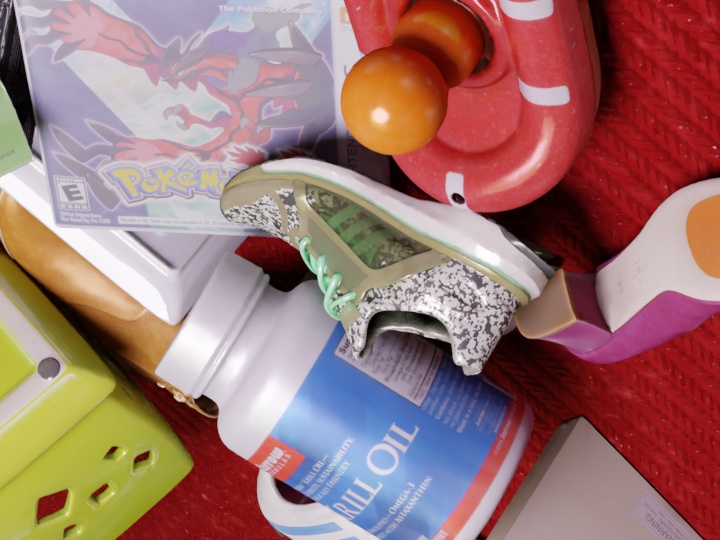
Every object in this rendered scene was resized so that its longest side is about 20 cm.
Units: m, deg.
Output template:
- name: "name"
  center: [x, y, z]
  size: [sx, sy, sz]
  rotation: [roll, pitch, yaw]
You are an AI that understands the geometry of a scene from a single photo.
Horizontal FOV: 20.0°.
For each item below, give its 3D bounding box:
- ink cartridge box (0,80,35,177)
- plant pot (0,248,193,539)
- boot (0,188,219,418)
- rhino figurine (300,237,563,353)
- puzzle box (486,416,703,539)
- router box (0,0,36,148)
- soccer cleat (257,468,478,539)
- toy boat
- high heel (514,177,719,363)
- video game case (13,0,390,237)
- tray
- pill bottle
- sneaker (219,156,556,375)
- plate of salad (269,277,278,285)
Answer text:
- name: "ink cartridge box"
  center: [-0.268, -0.130, 1.116]
  size: [0.104, 0.059, 0.200]
  rotation: [-22, 92, 31]
- name: "plant pot"
  center: [-0.260, 0.098, 1.373]
  size: [0.199, 0.200, 0.182]
  rotation: [45, 170, 25]
- name: "boot"
  center: [-0.152, 0.013, 1.349]
  size: [0.144, 0.071, 0.201]
  rotation: [31, 160, 31]
- name: "rhino figurine"
  center: [0.047, 0.014, 1.193]
  size: [0.087, 0.060, 0.200]
  rotation: [40, 145, -21]
- name: "puzzle box"
  center: [0.164, 0.205, 1.251]
  size: [0.200, 0.133, 0.025]
  rotation: [46, 145, -12]
- name: "router box"
  center: [-0.240, -0.178, 1.154]
  size: [0.149, 0.051, 0.200]
  rotation: [23, 114, 21]
- name: "soccer cleat"
  center: [0.011, 0.178, 1.415]
  size: [0.200, 0.070, 0.086]
  rotation: [22, 144, 23]
- name: "toy boat"
  center: [0.036, -0.105, 0.996]
  size: [0.130, 0.131, 0.200]
  rotation: [13, 139, 32]
- name: "high heel"
  center: [0.183, 0.004, 1.081]
  size: [0.200, 0.068, 0.096]
  rotation: [-30, 153, 36]
- name: "video game case"
  center: [-0.084, -0.091, 1.137]
  size: [0.199, 0.023, 0.183]
  rotation: [3, 134, 6]
- name: "tray"
  center: [-0.159, -0.067, 1.243]
  size: [0.200, 0.107, 0.022]
  rotation: [40, 143, -5]
- name: "pill bottle"
  center: [-0.012, 0.075, 1.163]
  size: [0.200, 0.112, 0.112]
  rotation: [31, 147, -4]
- name: "sneaker"
  center: [0.000, 0.000, 1.099]
  size: [0.200, 0.089, 0.077]
  rotation: [17, 163, 28]
- name: "plate of salad"
  center: [-0.016, 0.072, 1.325]
  size: [0.200, 0.048, 0.200]
  rotation: [41, 167, 11]
